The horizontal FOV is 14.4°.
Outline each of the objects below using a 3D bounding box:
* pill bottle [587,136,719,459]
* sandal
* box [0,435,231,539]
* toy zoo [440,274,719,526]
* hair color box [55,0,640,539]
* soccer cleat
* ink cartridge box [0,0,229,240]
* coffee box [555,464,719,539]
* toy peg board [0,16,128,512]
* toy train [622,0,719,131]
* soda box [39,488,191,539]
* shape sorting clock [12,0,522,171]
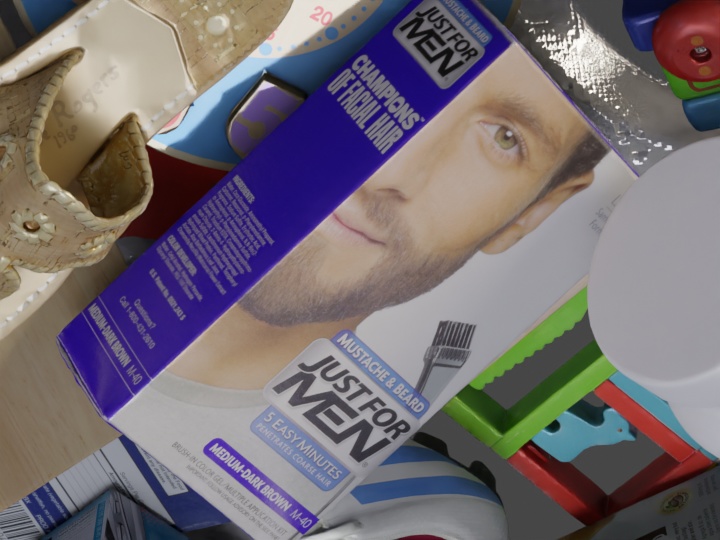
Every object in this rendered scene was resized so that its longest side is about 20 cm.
[{"bbox_3d":[0.180,0.031,1.047,0.116,0.116,0.200,-34,138,30],"label":"pill bottle"},{"bbox_3d":[-0.102,-0.043,0.996,0.078,0.070,0.212,43,92,-16],"label":"sandal"},{"bbox_3d":[-0.091,0.062,1.211,0.200,0.032,0.121,-13,128,21],"label":"box"},{"bbox_3d":[0.142,0.070,1.183,0.200,0.020,0.131,39,123,-16],"label":"toy zoo"},{"bbox_3d":[0.000,0.000,1.052,0.200,0.065,0.109,-44,130,4],"label":"hair color box"},{"bbox_3d":[-0.026,0.083,1.139,0.200,0.086,0.070,28,130,-15],"label":"soccer cleat"},{"bbox_3d":[-0.129,-0.069,1.124,0.200,0.050,0.162,10,127,8],"label":"ink cartridge box"},{"bbox_3d":[0.091,0.178,1.182,0.200,0.080,0.114,-25,117,10],"label":"coffee box"},{"bbox_3d":[-0.206,0.006,1.073,0.098,0.199,0.200,8,127,62],"label":"toy peg board"},{"bbox_3d":[0.205,-0.093,1.023,0.200,0.085,0.116,-14,131,20],"label":"toy train"},{"bbox_3d":[-0.058,0.181,1.253,0.064,0.068,0.200,-35,123,30],"label":"soda box"},{"bbox_3d":[-0.035,-0.128,1.047,0.200,0.039,0.200,0,111,0],"label":"shape sorting clock"}]
